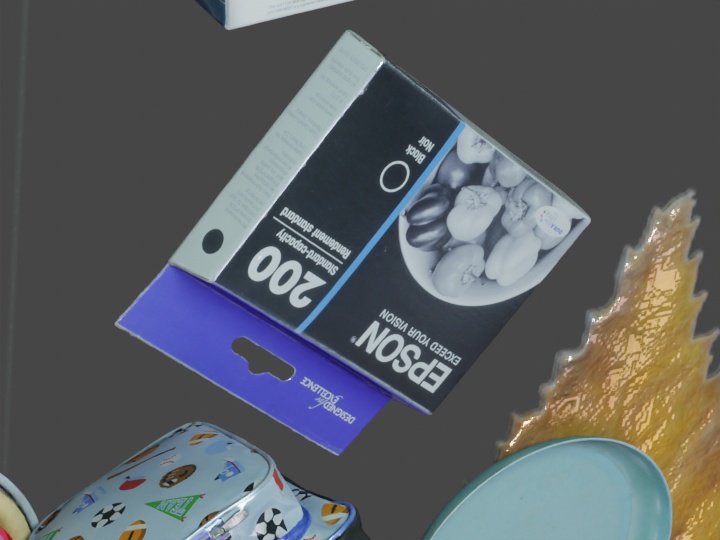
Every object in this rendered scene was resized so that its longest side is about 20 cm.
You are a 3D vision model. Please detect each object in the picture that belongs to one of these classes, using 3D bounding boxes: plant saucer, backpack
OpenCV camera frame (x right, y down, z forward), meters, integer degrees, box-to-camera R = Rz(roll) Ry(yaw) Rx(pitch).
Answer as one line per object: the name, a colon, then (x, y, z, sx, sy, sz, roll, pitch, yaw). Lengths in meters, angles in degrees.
plant saucer: (0.104, 0.182, 1.527, 0.200, 0.027, 0.201, -18, 127, -25)
backpack: (-0.091, 0.181, 1.286, 0.190, 0.200, 0.154, -41, 107, -14)

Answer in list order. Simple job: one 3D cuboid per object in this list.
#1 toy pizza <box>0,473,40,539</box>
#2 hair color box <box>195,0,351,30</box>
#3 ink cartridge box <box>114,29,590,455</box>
toy pizza: (-0.252, 0.182, 1.281, 0.200, 0.032, 0.201, -17, 128, -24)
hair color box: (-0.032, -0.220, 1.141, 0.100, 0.061, 0.200, -16, 127, -25)
ink cartridge box: (0.000, 0.000, 1.324, 0.200, 0.043, 0.198, -51, 134, 7)
